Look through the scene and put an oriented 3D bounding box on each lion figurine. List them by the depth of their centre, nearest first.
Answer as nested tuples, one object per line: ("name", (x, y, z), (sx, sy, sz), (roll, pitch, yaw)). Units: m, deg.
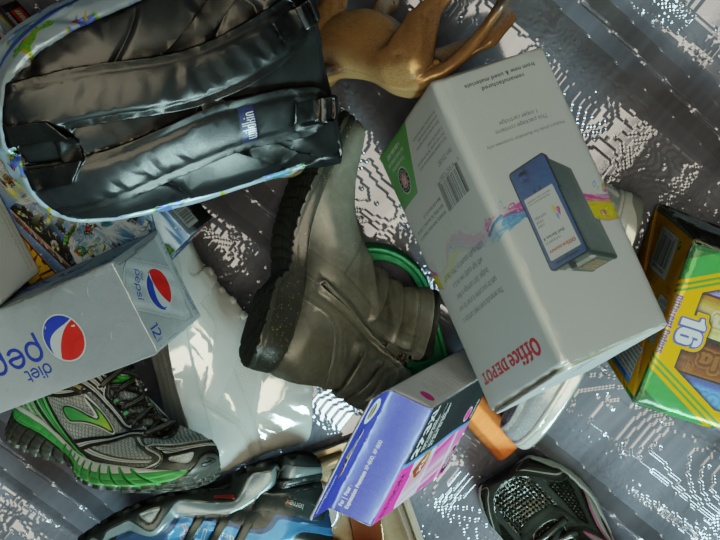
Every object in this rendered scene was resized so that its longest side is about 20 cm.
("lion figurine", (0.009, -0.149, 1.069), (0.073, 0.199, 0.123), (49, 66, -32))

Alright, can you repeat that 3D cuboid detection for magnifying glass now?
("magnifying glass", (0.049, 0.063, 1.192), (0.079, 0.022, 0.200), (-41, 101, 6))

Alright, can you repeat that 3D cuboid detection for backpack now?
("backpack", (-0.132, -0.110, 0.978), (0.199, 0.153, 0.165), (-31, 125, -22))

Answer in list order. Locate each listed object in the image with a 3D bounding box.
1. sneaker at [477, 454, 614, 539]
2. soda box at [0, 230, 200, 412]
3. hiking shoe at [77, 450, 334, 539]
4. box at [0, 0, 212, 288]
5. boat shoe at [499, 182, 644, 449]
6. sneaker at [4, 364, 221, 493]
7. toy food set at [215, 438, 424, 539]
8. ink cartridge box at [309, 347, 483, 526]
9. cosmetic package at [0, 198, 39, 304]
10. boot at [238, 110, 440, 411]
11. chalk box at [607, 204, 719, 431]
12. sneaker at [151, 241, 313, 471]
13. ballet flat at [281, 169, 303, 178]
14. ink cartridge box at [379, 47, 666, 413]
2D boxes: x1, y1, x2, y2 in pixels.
("sneaker", (0.172, 0.225, 1.204), (0.080, 0.086, 0.200), (-43, 102, 6))
("soda box", (-0.209, 0.043, 1.073), (0.198, 0.063, 0.069), (-22, 101, 29))
("hiking shoe", (-0.114, 0.197, 1.143), (0.198, 0.074, 0.088), (-18, 85, 3))
("box", (-0.213, -0.063, 1.090), (0.200, 0.040, 0.137), (48, 121, -1))
("boat shoe", (0.143, 0.030, 1.164), (0.064, 0.074, 0.204), (22, 98, -2))
("sneaker", (-0.175, 0.103, 1.114), (0.198, 0.078, 0.086), (16, 97, 37))
("toy food set", (-0.048, 0.224, 1.204), (0.198, 0.060, 0.145), (-20, 104, 1))
("ink cartridge box", (0.033, 0.115, 1.096), (0.037, 0.200, 0.095), (32, 107, 17))
("cosmetic package", (-0.335, 0.003, 1.087), (0.198, 0.085, 0.109), (-20, 103, 21))
("boot", (0.000, 0.000, 1.137), (0.129, 0.068, 0.202), (21, 79, -19))
("chalk box", (0.294, 0.052, 1.149), (0.198, 0.125, 0.125), (19, 102, -7))
("sneaker", (-0.095, 0.040, 1.159), (0.114, 0.074, 0.203), (-14, 93, -22))
("ballet flat", (-0.135, -0.102, 1.127), (0.198, 0.068, 0.063), (24, 128, -5))
("ink cartridge box", (0.102, -0.022, 1.060), (0.087, 0.145, 0.202), (-19, 79, -18))
